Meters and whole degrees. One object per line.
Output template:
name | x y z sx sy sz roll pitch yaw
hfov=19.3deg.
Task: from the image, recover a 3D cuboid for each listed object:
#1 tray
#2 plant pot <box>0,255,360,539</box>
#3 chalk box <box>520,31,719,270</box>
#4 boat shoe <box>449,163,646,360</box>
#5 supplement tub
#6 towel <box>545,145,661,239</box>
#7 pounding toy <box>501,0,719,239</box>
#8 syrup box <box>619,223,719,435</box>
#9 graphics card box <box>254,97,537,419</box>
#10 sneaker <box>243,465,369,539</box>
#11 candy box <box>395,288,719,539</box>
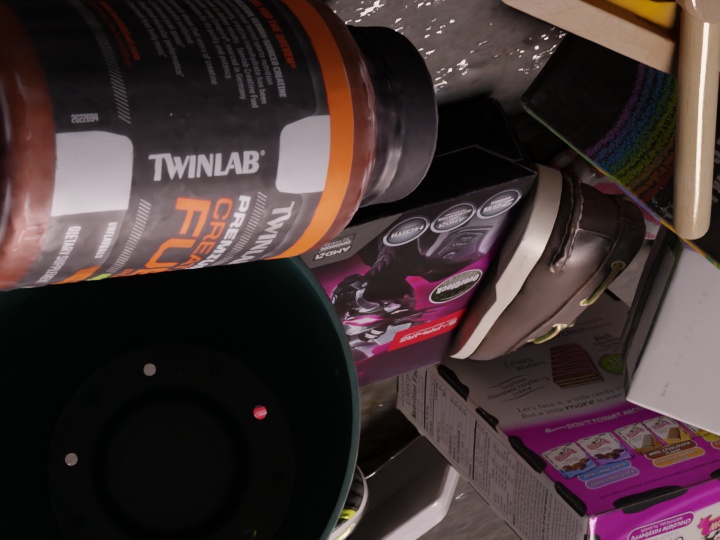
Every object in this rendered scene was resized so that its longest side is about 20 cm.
tray | 0.002 0.171 1.368 0.200 0.022 0.107 -41 -167 33
plant pot | -0.095 0.076 0.943 0.200 0.201 0.161 -24 168 -2
chalk box | 0.194 -0.054 0.899 0.125 0.200 0.124 -55 149 15
boat shoe | 0.091 0.005 1.085 0.059 0.072 0.200 15 158 -5
supplement tub | -0.068 -0.053 0.788 0.200 0.107 0.107 -7 151 -36
towel | 0.191 -0.076 1.103 0.200 0.030 0.146 -38 154 27
pounding toy | 0.127 -0.133 0.768 0.200 0.142 0.184 -37 154 25
syrup box | 0.179 0.027 1.060 0.200 0.081 0.079 -39 149 -81
graphics card box | 0.000 0.000 1.045 0.125 0.051 0.200 -16 155 -22
sneaker | -0.079 0.185 1.332 0.200 0.076 0.076 -26 157 5
candy box | 0.125 0.087 1.168 0.136 0.200 0.061 -13 125 -24
